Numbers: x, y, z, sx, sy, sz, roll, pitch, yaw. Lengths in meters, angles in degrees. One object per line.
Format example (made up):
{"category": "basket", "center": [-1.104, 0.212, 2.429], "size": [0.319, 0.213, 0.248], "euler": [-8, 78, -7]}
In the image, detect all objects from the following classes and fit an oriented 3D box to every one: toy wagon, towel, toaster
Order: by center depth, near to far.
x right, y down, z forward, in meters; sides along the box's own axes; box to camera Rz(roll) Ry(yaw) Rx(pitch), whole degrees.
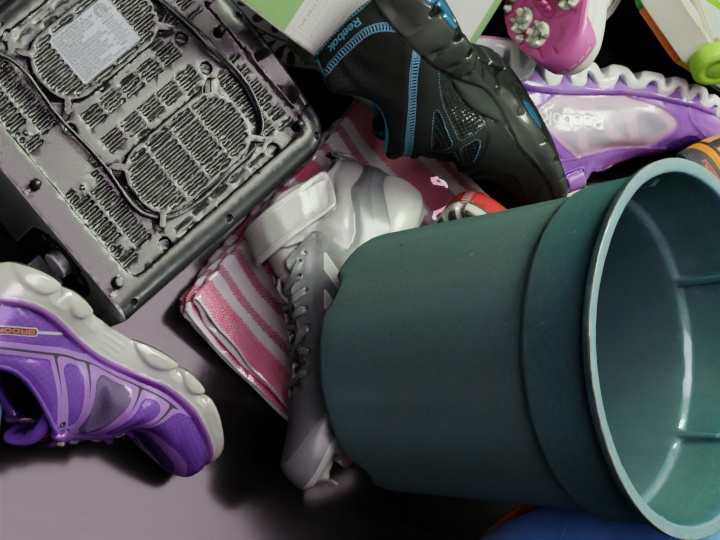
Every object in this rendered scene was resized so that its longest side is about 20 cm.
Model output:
{"category": "toaster", "center": [-0.138, -0.091, 1.359], "size": [0.200, 0.119, 0.181], "euler": [-43, 97, -22]}
{"category": "towel", "center": [0.000, 0.000, 1.444], "size": [0.146, 0.030, 0.200], "euler": [44, 68, -9]}
{"category": "toy wagon", "center": [0.207, -0.180, 1.497], "size": [0.200, 0.039, 0.156], "euler": [24, 42, -45]}

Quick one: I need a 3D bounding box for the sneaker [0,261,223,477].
{"category": "sneaker", "center": [-0.159, 0.069, 1.317], "size": [0.200, 0.080, 0.084], "euler": [37, 70, -40]}

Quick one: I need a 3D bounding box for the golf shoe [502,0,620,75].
{"category": "golf shoe", "center": [0.134, -0.179, 1.467], "size": [0.091, 0.075, 0.201], "euler": [34, 31, -28]}

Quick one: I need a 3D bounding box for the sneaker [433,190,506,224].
{"category": "sneaker", "center": [0.118, 0.007, 1.459], "size": [0.200, 0.077, 0.085], "euler": [42, 56, -32]}

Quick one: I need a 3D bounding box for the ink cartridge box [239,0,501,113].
{"category": "ink cartridge box", "center": [0.008, -0.181, 1.370], "size": [0.200, 0.048, 0.146], "euler": [32, 90, -50]}

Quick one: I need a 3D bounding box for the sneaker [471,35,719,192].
{"category": "sneaker", "center": [0.140, -0.087, 1.493], "size": [0.199, 0.080, 0.089], "euler": [9, 85, -17]}

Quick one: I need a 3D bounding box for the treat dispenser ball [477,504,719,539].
{"category": "treat dispenser ball", "center": [0.140, 0.221, 1.361], "size": [0.200, 0.201, 0.202], "euler": [4, 78, -20]}

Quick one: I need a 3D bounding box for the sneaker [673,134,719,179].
{"category": "sneaker", "center": [0.208, 0.019, 1.462], "size": [0.112, 0.077, 0.201], "euler": [-10, 97, -45]}

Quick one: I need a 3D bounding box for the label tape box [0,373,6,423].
{"category": "label tape box", "center": [-0.299, 0.065, 1.298], "size": [0.199, 0.063, 0.145], "euler": [11, 76, -21]}

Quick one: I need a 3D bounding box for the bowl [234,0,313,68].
{"category": "bowl", "center": [-0.017, -0.232, 1.448], "size": [0.199, 0.094, 0.202], "euler": [5, 77, -21]}

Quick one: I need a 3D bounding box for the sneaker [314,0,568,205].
{"category": "sneaker", "center": [0.051, -0.094, 1.383], "size": [0.082, 0.073, 0.200], "euler": [-35, 131, 12]}

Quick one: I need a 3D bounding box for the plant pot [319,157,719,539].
{"category": "plant pot", "center": [0.095, 0.046, 1.306], "size": [0.200, 0.195, 0.202], "euler": [7, 81, -54]}

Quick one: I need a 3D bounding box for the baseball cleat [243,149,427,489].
{"category": "baseball cleat", "center": [-0.031, 0.025, 1.384], "size": [0.106, 0.070, 0.201], "euler": [26, 62, -12]}
